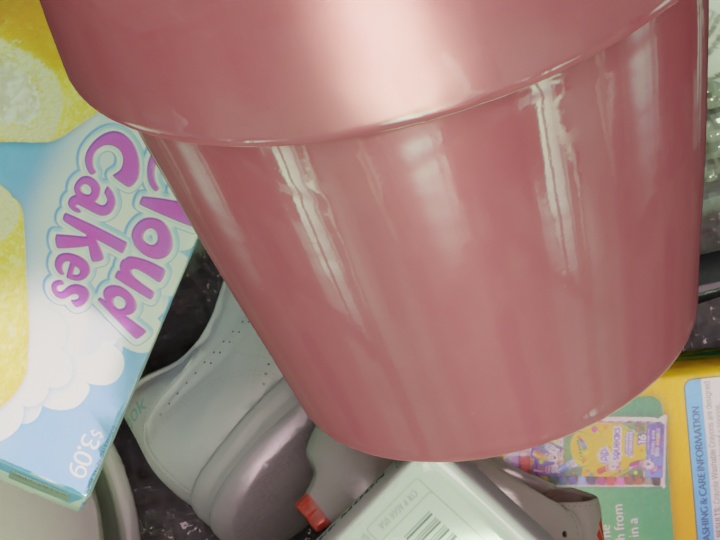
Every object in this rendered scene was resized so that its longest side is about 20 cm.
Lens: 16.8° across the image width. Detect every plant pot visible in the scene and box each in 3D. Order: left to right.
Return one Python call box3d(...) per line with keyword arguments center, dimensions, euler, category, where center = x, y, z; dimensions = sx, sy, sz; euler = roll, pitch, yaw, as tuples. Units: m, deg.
box3d(center=(0.020, -0.053, 0.705), dimensions=(0.199, 0.200, 0.180), euler=(-18, 119, -4), category="plant pot")

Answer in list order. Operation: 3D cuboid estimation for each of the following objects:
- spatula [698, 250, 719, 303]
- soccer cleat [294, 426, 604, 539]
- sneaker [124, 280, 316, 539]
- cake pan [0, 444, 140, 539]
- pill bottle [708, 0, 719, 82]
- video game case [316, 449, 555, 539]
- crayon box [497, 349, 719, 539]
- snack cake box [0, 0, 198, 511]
box3d(center=(0.158, -0.003, 0.874), dimensions=(0.199, 0.057, 0.021), euler=(-11, 137, 2), category="spatula")
box3d(center=(0.062, 0.115, 0.789), dimensions=(0.077, 0.069, 0.200), euler=(-40, 94, -4), category="soccer cleat")
box3d(center=(0.000, 0.000, 0.850), dimensions=(0.200, 0.075, 0.088), euler=(-42, 58, -13), category="sneaker")
box3d(center=(-0.176, 0.102, 0.848), dimensions=(0.199, 0.037, 0.202), euler=(0, 92, -6), category="cake pan")
box3d(center=(0.107, -0.129, 0.825), dimensions=(0.199, 0.113, 0.114), euler=(19, 91, -7), category="pill bottle")
box3d(center=(0.031, 0.178, 0.751), dimensions=(0.200, 0.023, 0.182), euler=(42, 101, -8), category="video game case")
box3d(center=(0.124, 0.092, 0.861), dimensions=(0.199, 0.052, 0.127), euler=(-5, 93, -6), category="crayon box")
box3d(center=(-0.103, -0.035, 0.809), dimensions=(0.115, 0.067, 0.201), euler=(23, 78, -4), category="snack cake box")
